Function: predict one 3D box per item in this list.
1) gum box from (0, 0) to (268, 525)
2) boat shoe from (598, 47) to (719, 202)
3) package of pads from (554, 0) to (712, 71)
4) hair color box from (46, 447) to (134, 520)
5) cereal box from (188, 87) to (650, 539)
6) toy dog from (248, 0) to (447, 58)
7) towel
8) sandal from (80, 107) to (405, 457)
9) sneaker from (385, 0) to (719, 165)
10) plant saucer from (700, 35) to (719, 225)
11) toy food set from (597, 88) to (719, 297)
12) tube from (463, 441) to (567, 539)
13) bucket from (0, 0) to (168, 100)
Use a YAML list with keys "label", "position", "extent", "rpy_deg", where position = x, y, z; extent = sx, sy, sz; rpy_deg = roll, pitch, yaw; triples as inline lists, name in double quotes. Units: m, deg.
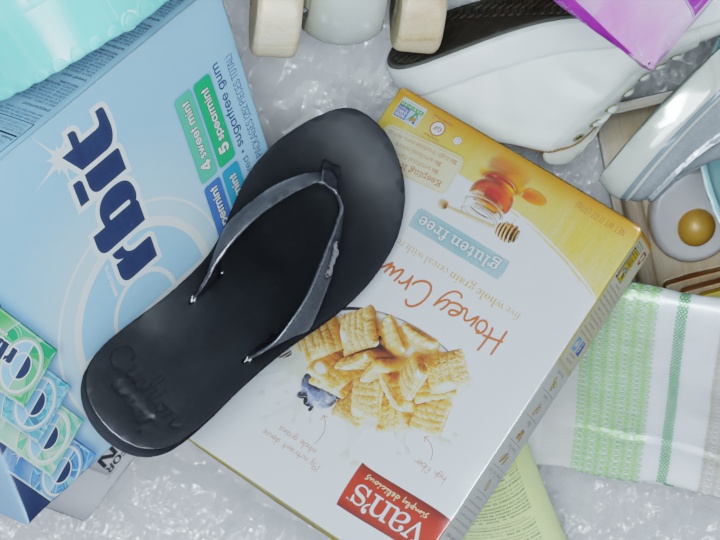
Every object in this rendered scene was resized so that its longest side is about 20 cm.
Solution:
- label: "gum box"
  position: [-0.122, -0.013, 1.218]
  extent: [0.200, 0.045, 0.170]
  rpy_deg: [-42, 134, -31]
- label: "boat shoe"
  position: [0.204, -0.086, 1.256]
  extent: [0.201, 0.070, 0.072]
  rpy_deg: [-39, 85, -7]
- label: "package of pads"
  position: [0.144, -0.200, 1.183]
  extent: [0.120, 0.076, 0.200]
  rpy_deg: [38, 94, -24]
- label: "hair color box"
  position: [-0.179, 0.043, 1.279]
  extent: [0.100, 0.061, 0.200]
  rpy_deg: [-51, 141, 9]
- label: "cereal box"
  position: [0.024, 0.032, 1.266]
  extent: [0.144, 0.040, 0.200]
  rpy_deg: [31, 84, 20]
- label: "toy dog"
  position: [-0.004, -0.189, 1.281]
  extent: [0.132, 0.096, 0.200]
  rpy_deg: [23, 88, -12]
- label: "towel"
  position: [0.150, 0.064, 1.330]
  extent: [0.200, 0.031, 0.149]
  rpy_deg: [10, 142, 11]
- label: "sandal"
  position: [-0.044, 0.005, 1.217]
  extent: [0.076, 0.043, 0.200]
  rpy_deg: [39, 67, 0]
- label: "sneaker"
  position: [0.117, -0.103, 1.301]
  extent: [0.200, 0.073, 0.085]
  rpy_deg: [-14, 121, 30]
- label: "plant saucer"
  position: [0.261, -0.066, 1.309]
  extent: [0.200, 0.036, 0.200]
  rpy_deg: [0, 87, -3]
- label: "toy food set"
  position: [0.210, -0.009, 1.370]
  extent: [0.143, 0.060, 0.200]
  rpy_deg: [-14, 108, -4]
- label: "tube"
  position: [0.062, 0.110, 1.362]
  extent: [0.052, 0.058, 0.200]
  rpy_deg: [-46, 141, -24]
- label: "bucket"
  position: [-0.166, -0.167, 1.195]
  extent: [0.207, 0.207, 0.135]
  rpy_deg: [-29, 110, 2]
